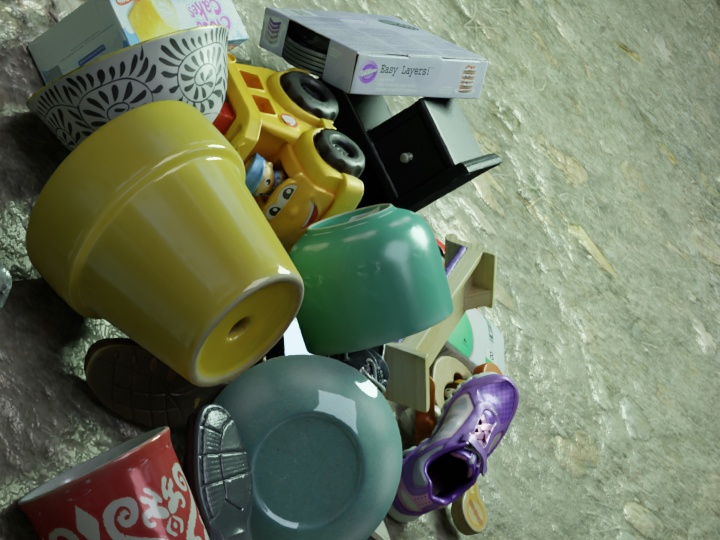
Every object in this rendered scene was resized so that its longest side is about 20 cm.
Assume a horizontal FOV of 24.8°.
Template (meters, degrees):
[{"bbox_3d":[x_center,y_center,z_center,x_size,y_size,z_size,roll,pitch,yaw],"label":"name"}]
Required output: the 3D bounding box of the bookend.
[{"bbox_3d":[0.022,-0.158,1.841,0.092,0.199,0.200,-21,84,-59],"label":"bookend"}]

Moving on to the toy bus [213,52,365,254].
[{"bbox_3d":[-0.113,-0.124,1.660,0.191,0.136,0.201,17,35,-41],"label":"toy bus"}]

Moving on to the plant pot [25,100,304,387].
[{"bbox_3d":[-0.155,-0.010,1.413,0.189,0.202,0.200,46,26,22],"label":"plant pot"}]

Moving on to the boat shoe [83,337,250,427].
[{"bbox_3d":[-0.171,0.099,1.498,0.199,0.072,0.068,17,19,-39],"label":"boat shoe"}]

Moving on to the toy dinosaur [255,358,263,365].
[{"bbox_3d":[-0.140,0.001,1.596,0.201,0.104,0.183,-77,149,-61],"label":"toy dinosaur"}]

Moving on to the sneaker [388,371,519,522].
[{"bbox_3d":[0.108,0.186,1.728,0.200,0.088,0.081,-45,103,-25],"label":"sneaker"}]

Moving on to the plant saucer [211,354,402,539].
[{"bbox_3d":[-0.053,0.179,1.493,0.202,0.200,0.039,53,-7,-14],"label":"plant saucer"}]

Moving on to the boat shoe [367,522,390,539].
[{"bbox_3d":[-0.041,0.222,1.592,0.200,0.062,0.073,45,15,-42],"label":"boat shoe"}]

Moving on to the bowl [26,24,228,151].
[{"bbox_3d":[-0.200,-0.145,1.517,0.200,0.199,0.095,-20,89,-58],"label":"bowl"}]

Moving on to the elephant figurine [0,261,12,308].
[{"bbox_3d":[-0.370,-0.004,1.216,0.199,0.155,0.143,28,84,-36],"label":"elephant figurine"}]

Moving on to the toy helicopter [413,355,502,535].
[{"bbox_3d":[0.105,0.191,1.812,0.132,0.078,0.202,19,57,-50],"label":"toy helicopter"}]

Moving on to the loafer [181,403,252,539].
[{"bbox_3d":[-0.130,0.221,1.431,0.072,0.063,0.202,0,75,-54],"label":"loafer"}]

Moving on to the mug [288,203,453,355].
[{"bbox_3d":[-0.005,0.003,1.588,0.151,0.184,0.116,-22,101,-35],"label":"mug"}]

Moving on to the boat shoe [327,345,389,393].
[{"bbox_3d":[-0.006,0.106,1.610,0.200,0.067,0.072,-75,148,-65],"label":"boat shoe"}]

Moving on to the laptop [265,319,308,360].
[{"bbox_3d":[-0.043,0.095,1.637,0.102,0.201,0.179,-1,57,-9],"label":"laptop"}]

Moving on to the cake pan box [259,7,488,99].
[{"bbox_3d":[0.011,-0.242,1.814,0.198,0.053,0.184,-3,23,-39],"label":"cake pan box"}]

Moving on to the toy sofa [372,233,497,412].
[{"bbox_3d":[0.068,0.051,1.782,0.200,0.097,0.083,-53,152,-41],"label":"toy sofa"}]

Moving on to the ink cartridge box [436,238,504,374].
[{"bbox_3d":[0.109,0.031,1.968,0.161,0.050,0.202,38,41,-34],"label":"ink cartridge box"}]

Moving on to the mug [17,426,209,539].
[{"bbox_3d":[-0.162,0.239,1.336,0.177,0.133,0.202,-28,93,-57],"label":"mug"}]

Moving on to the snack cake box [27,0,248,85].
[{"bbox_3d":[-0.218,-0.227,1.627,0.199,0.114,0.068,-20,82,-58],"label":"snack cake box"}]
